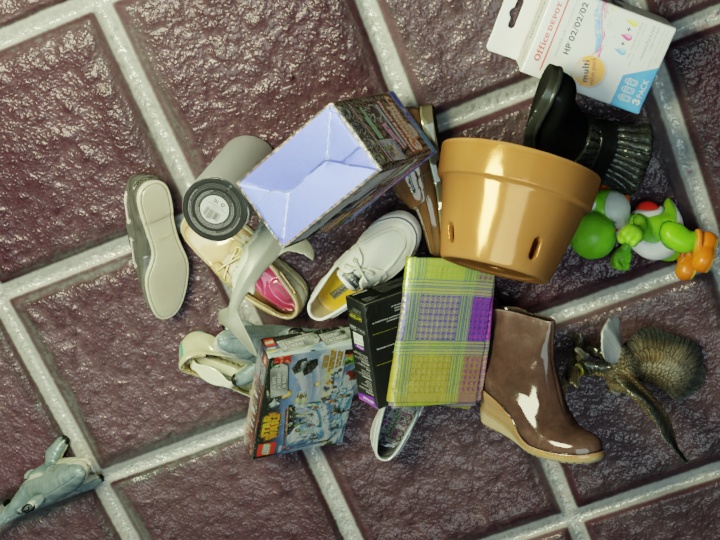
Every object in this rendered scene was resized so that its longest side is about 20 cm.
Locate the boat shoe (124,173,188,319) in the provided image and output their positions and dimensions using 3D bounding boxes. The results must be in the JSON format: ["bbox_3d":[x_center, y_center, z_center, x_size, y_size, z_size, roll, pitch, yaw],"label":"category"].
[{"bbox_3d":[-0.272,-0.035,1.706,0.067,0.057,0.201,-19,119,-29],"label":"boat shoe"}]

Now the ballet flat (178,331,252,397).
[{"bbox_3d":[-0.157,0.148,1.760,0.199,0.070,0.070,22,111,-7],"label":"ballet flat"}]

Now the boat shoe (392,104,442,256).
[{"bbox_3d":[0.076,-0.112,1.654,0.068,0.072,0.201,-8,101,9],"label":"boat shoe"}]

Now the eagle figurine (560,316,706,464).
[{"bbox_3d":[0.370,0.149,1.716,0.199,0.151,0.152,21,101,5],"label":"eagle figurine"}]

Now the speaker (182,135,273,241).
[{"bbox_3d":[-0.157,-0.105,1.590,0.081,0.200,0.081,3,111,7],"label":"speaker"}]

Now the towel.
[{"bbox_3d":[0.104,0.082,1.644,0.143,0.023,0.201,2,99,-30],"label":"towel"}]

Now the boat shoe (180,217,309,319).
[{"bbox_3d":[-0.152,-0.007,1.697,0.200,0.069,0.074,35,108,-12],"label":"boat shoe"}]

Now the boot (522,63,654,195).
[{"bbox_3d":[0.281,-0.170,1.562,0.157,0.211,0.080,14,73,7],"label":"boot"}]

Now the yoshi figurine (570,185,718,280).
[{"bbox_3d":[0.347,-0.037,1.652,0.199,0.112,0.113,22,117,-4],"label":"yoshi figurine"}]

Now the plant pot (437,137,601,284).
[{"bbox_3d":[0.179,-0.067,1.573,0.199,0.200,0.140,15,86,-4],"label":"plant pot"}]

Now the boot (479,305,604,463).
[{"bbox_3d":[0.233,0.145,1.646,0.200,0.072,0.167,20,110,41],"label":"boot"}]

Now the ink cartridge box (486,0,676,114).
[{"bbox_3d":[0.267,-0.283,1.576,0.199,0.068,0.115,18,111,-5],"label":"ink cartridge box"}]

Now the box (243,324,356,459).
[{"bbox_3d":[-0.077,0.163,1.717,0.137,0.040,0.200,-8,135,-23],"label":"box"}]

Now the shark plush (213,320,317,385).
[{"bbox_3d":[-0.097,0.102,1.710,0.199,0.091,0.083,6,154,-13],"label":"shark plush"}]

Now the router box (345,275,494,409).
[{"bbox_3d":[0.084,0.077,1.680,0.200,0.051,0.150,-18,113,-27],"label":"router box"}]

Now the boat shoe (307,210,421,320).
[{"bbox_3d":[0.000,0.000,1.667,0.071,0.070,0.200,48,123,-5],"label":"boat shoe"}]

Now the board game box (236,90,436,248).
[{"bbox_3d":[-0.025,-0.124,1.539,0.159,0.200,0.097,-37,86,23],"label":"board game box"}]

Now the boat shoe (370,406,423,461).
[{"bbox_3d":[0.061,0.171,1.760,0.072,0.069,0.200,25,109,-7],"label":"boat shoe"}]

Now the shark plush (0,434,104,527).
[{"bbox_3d":[-0.462,0.311,1.824,0.199,0.083,0.091,-23,109,10],"label":"shark plush"}]

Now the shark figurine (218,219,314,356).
[{"bbox_3d":[-0.107,-0.012,1.602,0.089,0.128,0.215,22,67,7],"label":"shark figurine"}]
